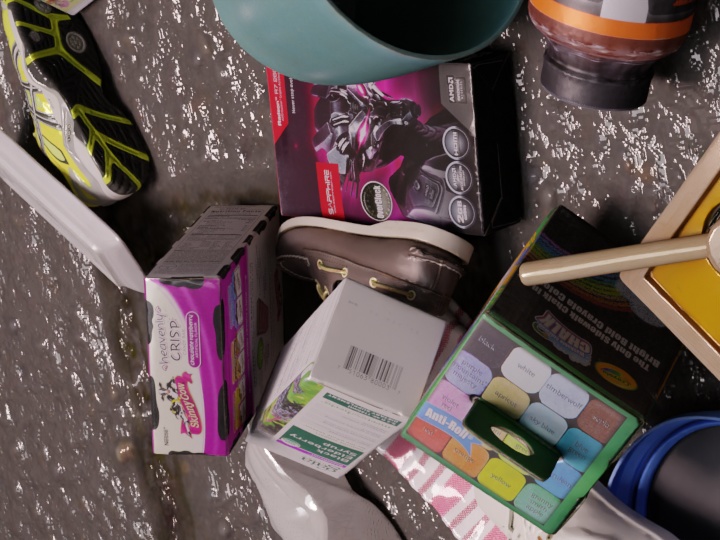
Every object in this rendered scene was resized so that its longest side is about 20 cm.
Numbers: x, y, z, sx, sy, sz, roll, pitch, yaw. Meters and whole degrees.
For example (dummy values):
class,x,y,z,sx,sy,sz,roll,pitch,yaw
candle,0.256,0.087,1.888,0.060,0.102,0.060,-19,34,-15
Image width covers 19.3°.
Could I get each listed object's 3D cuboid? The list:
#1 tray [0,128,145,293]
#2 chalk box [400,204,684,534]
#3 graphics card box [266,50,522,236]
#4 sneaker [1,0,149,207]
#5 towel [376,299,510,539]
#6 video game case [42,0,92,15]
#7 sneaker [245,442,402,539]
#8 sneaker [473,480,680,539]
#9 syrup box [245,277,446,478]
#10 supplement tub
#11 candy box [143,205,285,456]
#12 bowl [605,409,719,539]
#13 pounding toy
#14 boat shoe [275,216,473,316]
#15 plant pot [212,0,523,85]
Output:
class,x,y,z,sx,sy,sz,roll,pitch,yaw
tray,-0.253,-0.054,1.765,0.200,0.022,0.107,40,167,25
chalk box,0.119,0.075,1.375,0.125,0.200,0.124,35,128,4
graphics card box,0.021,-0.096,1.529,0.200,0.051,0.126,8,109,39
sneaker,-0.251,-0.141,1.743,0.076,0.075,0.200,-30,81,43
towel,0.066,0.110,1.570,0.200,0.030,0.146,46,128,22
video game case,-0.241,-0.281,1.631,0.200,0.182,0.022,-28,48,43
sneaker,-0.029,0.209,1.672,0.200,0.075,0.089,60,146,17
sneaker,0.131,0.179,1.447,0.200,0.085,0.073,24,122,48
syrup box,-0.014,0.080,1.497,0.079,0.082,0.200,23,157,-8
supplement tub,0.165,-0.204,1.325,0.107,0.107,0.200,26,120,33
candy box,-0.106,0.040,1.586,0.061,0.200,0.137,2,106,11
bowl,0.255,0.187,1.419,0.200,0.039,0.201,15,114,38
pounding toy,0.241,-0.008,1.296,0.200,0.142,0.184,47,129,20
boat shoe,0.000,0.000,1.545,0.200,0.072,0.060,3,72,49
plant pot,-0.010,-0.215,1.427,0.161,0.200,0.201,-21,90,54
